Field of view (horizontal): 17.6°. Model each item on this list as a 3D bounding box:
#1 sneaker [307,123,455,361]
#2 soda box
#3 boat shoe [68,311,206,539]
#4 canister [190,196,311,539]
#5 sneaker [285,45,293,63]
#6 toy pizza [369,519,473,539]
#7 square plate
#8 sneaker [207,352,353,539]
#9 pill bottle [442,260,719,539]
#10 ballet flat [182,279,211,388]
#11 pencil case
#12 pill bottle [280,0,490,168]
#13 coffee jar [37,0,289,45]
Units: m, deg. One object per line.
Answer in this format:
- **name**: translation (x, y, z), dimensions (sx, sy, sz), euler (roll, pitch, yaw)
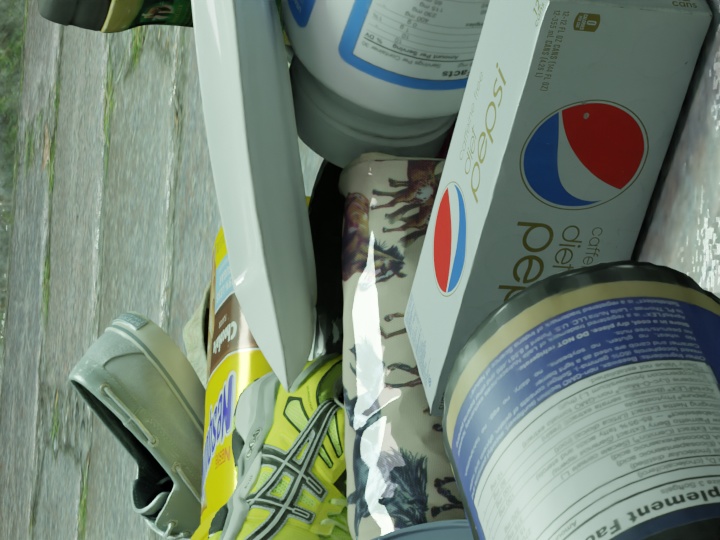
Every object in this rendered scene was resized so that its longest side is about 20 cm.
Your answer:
- **sneaker**: translation (0.000, 0.000, 1.175), dimensions (0.086, 0.080, 0.201), euler (-108, 29, -67)
- **soda box**: translation (0.074, -0.036, 0.920), dimensions (0.064, 0.068, 0.201), euler (-105, 24, -50)
- **boat shoe**: translation (-0.110, 0.121, 1.387), dimensions (0.070, 0.071, 0.202), euler (12, 137, 57)
- **canister**: translation (-0.045, 0.073, 1.302), dimensions (0.149, 0.086, 0.202), euler (126, 147, -71)
- **sneaker**: translation (-0.028, -0.210, 1.375), dimensions (0.079, 0.075, 0.201), euler (-120, 28, -46)
- **toy pizza**: translation (0.024, 0.186, 0.887), dimensions (0.032, 0.199, 0.201), euler (57, -164, -44)
- **square plate**: translation (-0.052, -0.063, 1.116), dimensions (0.198, 0.028, 0.202), euler (-129, 30, -73)
- **sneaker**: translation (-0.018, 0.107, 1.058), dimensions (0.076, 0.075, 0.201), euler (-31, 37, 24)
- **pill bottle**: translation (0.096, 0.097, 0.717), dimensions (0.201, 0.111, 0.112), euler (-107, 25, -52)
- **ballet flat**: translation (-0.081, 0.056, 1.494), dimensions (0.200, 0.067, 0.063), euler (-120, 47, -64)
- **pencil case**: translation (0.035, 0.049, 1.032), dimensions (0.078, 0.089, 0.202), euler (-22, 62, 42)
- **pill bottle**: translation (0.027, -0.140, 1.032), dimensions (0.201, 0.111, 0.113), euler (113, 156, -46)
- **coffee jar**: translation (-0.079, -0.178, 1.276), dimensions (0.085, 0.198, 0.105), euler (128, 143, -64)
